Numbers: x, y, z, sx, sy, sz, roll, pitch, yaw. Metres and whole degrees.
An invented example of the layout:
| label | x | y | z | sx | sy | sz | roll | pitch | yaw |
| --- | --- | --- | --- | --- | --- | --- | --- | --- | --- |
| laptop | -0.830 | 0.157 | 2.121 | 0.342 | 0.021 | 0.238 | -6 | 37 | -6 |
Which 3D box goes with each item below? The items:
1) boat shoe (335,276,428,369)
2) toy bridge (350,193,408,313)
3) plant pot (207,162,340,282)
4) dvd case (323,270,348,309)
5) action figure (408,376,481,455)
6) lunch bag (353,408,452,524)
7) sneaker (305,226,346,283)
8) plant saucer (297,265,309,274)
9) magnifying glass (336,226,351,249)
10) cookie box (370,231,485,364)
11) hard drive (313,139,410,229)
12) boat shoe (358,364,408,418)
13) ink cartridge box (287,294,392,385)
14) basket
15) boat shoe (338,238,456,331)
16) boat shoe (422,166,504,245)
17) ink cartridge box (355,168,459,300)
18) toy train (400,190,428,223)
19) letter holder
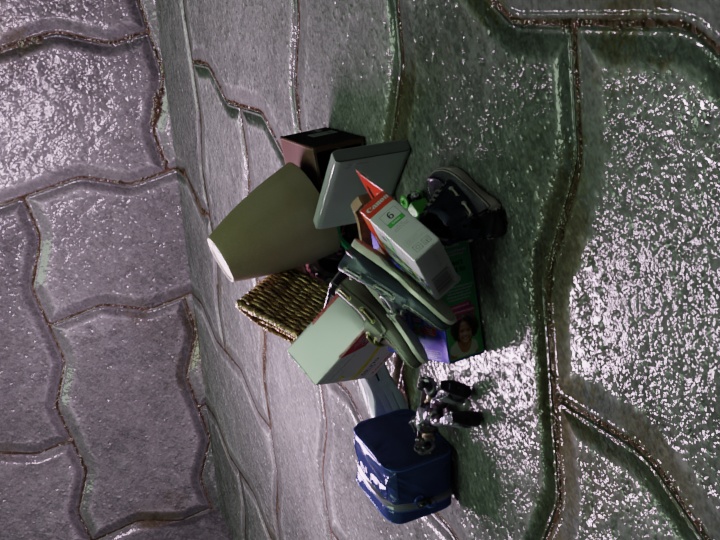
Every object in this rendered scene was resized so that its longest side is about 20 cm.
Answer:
| label | x | y | z | sx | sy | sz | roll | pitch | yaw |
| --- | --- | --- | --- | --- | --- | --- | --- | --- | --- |
| boat shoe | 0.032 | 0.080 | 1.567 | 0.202 | 0.060 | 0.072 | 53 | -175 | 33 |
| toy bridge | 0.031 | -0.022 | 1.582 | 0.200 | 0.027 | 0.067 | 65 | 148 | 14 |
| plant pot | -0.171 | -0.068 | 1.872 | 0.187 | 0.200 | 0.187 | 54 | 165 | 21 |
| dvd case | 0.000 | 0.000 | 1.758 | 0.025 | 0.200 | 0.150 | 33 | 146 | 11 |
| action figure | 0.124 | 0.235 | 1.698 | 0.200 | 0.069 | 0.131 | 139 | 130 | -62 |
| lunch bag | 0.078 | 0.354 | 1.809 | 0.200 | 0.135 | 0.133 | -137 | 38 | -57 |
| sneaker | -0.057 | -0.055 | 1.992 | 0.200 | 0.079 | 0.096 | -95 | 24 | -50 |
| plant saucer | -0.084 | 0.003 | 2.053 | 0.034 | 0.200 | 0.201 | -31 | 65 | 24 |
| magnifying glass | 0.012 | -0.024 | 1.877 | 0.201 | 0.079 | 0.022 | 68 | 163 | -4 |
| cookie box | 0.101 | 0.031 | 1.592 | 0.171 | 0.075 | 0.201 | 6 | 109 | 57 |
| hard drive | -0.001 | -0.142 | 1.731 | 0.200 | 0.132 | 0.026 | 111 | 143 | -58 |
| boat shoe | 0.039 | 0.229 | 1.928 | 0.067 | 0.073 | 0.201 | -157 | 49 | -72 |
| ink cartridge box | -0.007 | 0.112 | 1.732 | 0.083 | 0.200 | 0.145 | 48 | 109 | 20 |
| basket | -0.116 | 0.105 | 1.897 | 0.200 | 0.149 | 0.143 | 25 | 136 | 23 |
| boat shoe | 0.050 | 0.031 | 1.494 | 0.200 | 0.075 | 0.062 | 37 | 101 | 17 |
| boat shoe | 0.120 | -0.095 | 1.477 | 0.200 | 0.092 | 0.075 | -138 | 40 | -59 |
| ink cartridge box | 0.051 | -0.053 | 1.471 | 0.200 | 0.050 | 0.109 | 43 | 171 | 38 |
| toy train | 0.077 | -0.057 | 1.708 | 0.056 | 0.042 | 0.200 | 56 | 153 | 25 |
| letter holder | -0.065 | -0.184 | 1.942 | 0.200 | 0.100 | 0.143 | -150 | 48 | -65 |
